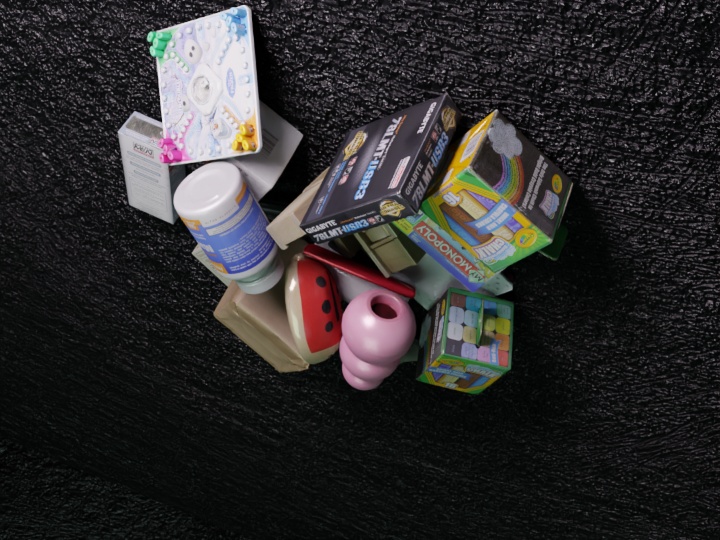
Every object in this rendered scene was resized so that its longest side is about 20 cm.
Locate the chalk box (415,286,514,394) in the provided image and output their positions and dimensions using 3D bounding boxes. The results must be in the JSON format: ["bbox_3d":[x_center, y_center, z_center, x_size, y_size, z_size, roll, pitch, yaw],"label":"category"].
[{"bbox_3d":[0.184,0.115,1.387,0.122,0.126,0.200,14,155,-9],"label":"chalk box"}]

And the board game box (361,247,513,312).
[{"bbox_3d":[0.129,-0.013,1.389,0.200,0.026,0.199,42,143,-18],"label":"board game box"}]

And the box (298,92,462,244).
[{"bbox_3d":[0.027,-0.140,1.142,0.197,0.201,0.050,-14,131,45],"label":"box"}]

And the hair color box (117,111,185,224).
[{"bbox_3d":[-0.374,-0.183,1.489,0.098,0.061,0.201,23,146,7],"label":"hair color box"}]

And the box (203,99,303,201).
[{"bbox_3d":[-0.197,-0.163,1.334,0.097,0.125,0.200,36,144,-14],"label":"box"}]

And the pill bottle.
[{"bbox_3d":[-0.193,-0.057,1.258,0.111,0.113,0.201,5,141,29],"label":"pill bottle"}]

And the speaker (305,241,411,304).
[{"bbox_3d":[-0.004,0.023,1.453,0.199,0.081,0.082,34,147,9],"label":"speaker"}]

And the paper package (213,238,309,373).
[{"bbox_3d":[-0.143,0.051,1.504,0.190,0.201,0.103,43,143,-22],"label":"paper package"}]

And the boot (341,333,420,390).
[{"bbox_3d":[0.056,0.169,1.544,0.199,0.131,0.068,29,-173,-40],"label":"boot"}]

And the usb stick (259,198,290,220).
[{"bbox_3d":[-0.152,-0.107,1.450,0.198,0.033,0.055,13,163,22],"label":"usb stick"}]

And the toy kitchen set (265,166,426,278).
[{"bbox_3d":[-0.040,-0.040,1.312,0.201,0.181,0.162,52,142,-13],"label":"toy kitchen set"}]

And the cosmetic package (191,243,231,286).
[{"bbox_3d":[-0.218,-0.004,1.599,0.105,0.072,0.200,-17,126,45],"label":"cosmetic package"}]

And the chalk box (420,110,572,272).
[{"bbox_3d":[0.202,-0.092,1.136,0.199,0.126,0.124,40,144,-15],"label":"chalk box"}]

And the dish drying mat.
[{"bbox_3d":[0.000,0.000,1.380,0.198,0.018,0.077,24,-172,1],"label":"dish drying mat"}]

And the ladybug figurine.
[{"bbox_3d":[-0.075,0.064,1.389,0.071,0.136,0.202,-5,117,16],"label":"ladybug figurine"}]

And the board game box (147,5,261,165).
[{"bbox_3d":[-0.232,-0.264,1.195,0.198,0.026,0.203,-1,95,36],"label":"board game box"}]

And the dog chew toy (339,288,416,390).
[{"bbox_3d":[0.020,0.126,1.377,0.123,0.125,0.201,23,134,7],"label":"dog chew toy"}]

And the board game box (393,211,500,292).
[{"bbox_3d":[0.151,-0.068,1.266,0.199,0.029,0.134,39,125,-15],"label":"board game box"}]
